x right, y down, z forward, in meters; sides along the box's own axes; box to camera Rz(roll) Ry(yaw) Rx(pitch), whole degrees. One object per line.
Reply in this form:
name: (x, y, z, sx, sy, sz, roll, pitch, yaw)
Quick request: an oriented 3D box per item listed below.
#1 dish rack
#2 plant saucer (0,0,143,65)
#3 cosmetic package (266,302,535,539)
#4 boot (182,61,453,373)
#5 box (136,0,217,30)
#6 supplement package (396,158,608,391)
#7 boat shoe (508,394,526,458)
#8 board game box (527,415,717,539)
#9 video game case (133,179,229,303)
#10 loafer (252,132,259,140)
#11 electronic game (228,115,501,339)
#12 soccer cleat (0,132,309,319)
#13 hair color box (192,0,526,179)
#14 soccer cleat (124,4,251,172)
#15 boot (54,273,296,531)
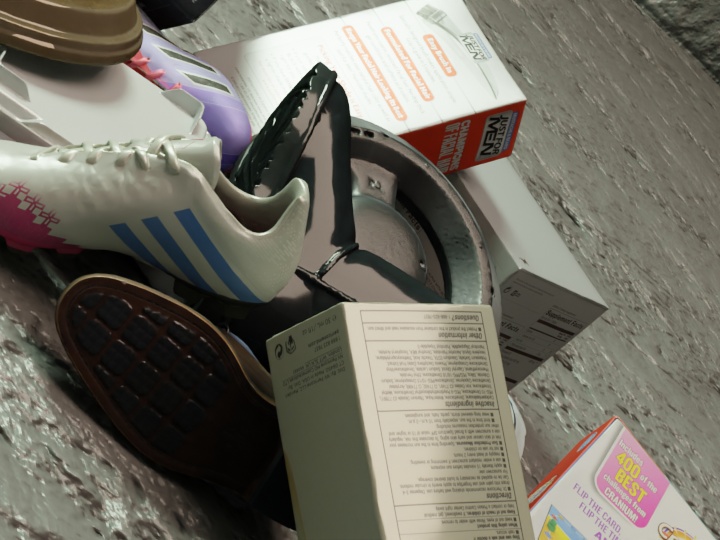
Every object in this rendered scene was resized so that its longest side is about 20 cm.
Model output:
dish rack: (-0.153, -0.088, 1.479, 0.171, 0.044, 0.200, 35, 19, -10)
plant saucer: (-0.210, -0.180, 1.497, 0.199, 0.030, 0.200, 25, 21, -10)
cosmetic package: (0.026, 0.121, 1.312, 0.105, 0.071, 0.201, 4, 71, -37)
boot: (0.000, 0.000, 1.494, 0.168, 0.076, 0.201, 31, 54, -15)
box: (-0.150, -0.263, 1.680, 0.197, 0.124, 0.200, 48, -10, -12)
supplement package: (0.056, -0.029, 1.857, 0.201, 0.111, 0.156, 58, 18, 25)
boat shoe: (0.055, 0.102, 1.611, 0.200, 0.071, 0.068, -75, 146, -64)
board game box: (0.139, 0.198, 1.526, 0.153, 0.040, 0.200, 51, 44, 0)
video game case: (-0.068, 0.020, 1.562, 0.200, 0.023, 0.182, 55, 16, 16)
loafer: (-0.019, -0.014, 1.681, 0.200, 0.072, 0.063, 47, 23, -49)
electronic game: (0.004, -0.006, 1.587, 0.199, 0.042, 0.201, 21, 51, -29)
soccer cleat: (-0.120, -0.044, 1.355, 0.199, 0.087, 0.070, 18, 29, -19)
hair color box: (-0.004, -0.109, 1.744, 0.111, 0.199, 0.064, 60, -25, 31)
soccer cleat: (-0.146, -0.134, 1.608, 0.200, 0.067, 0.076, 48, 9, 19)
boot: (-0.090, 0.060, 1.364, 0.200, 0.075, 0.097, 41, -1, -26)
